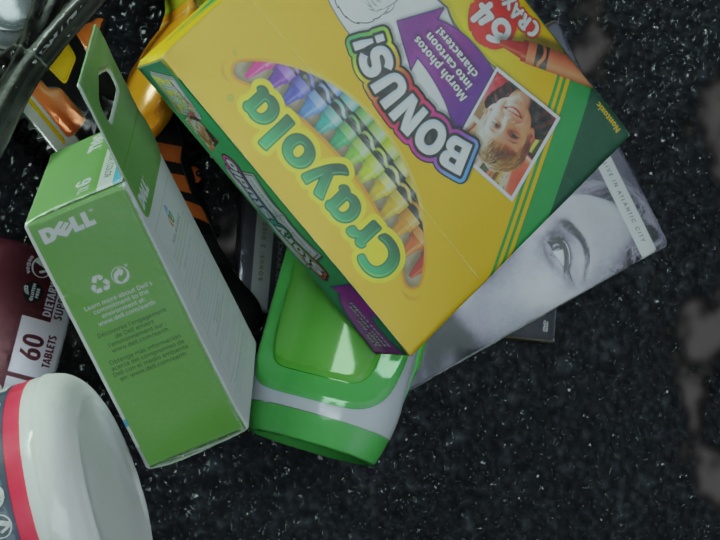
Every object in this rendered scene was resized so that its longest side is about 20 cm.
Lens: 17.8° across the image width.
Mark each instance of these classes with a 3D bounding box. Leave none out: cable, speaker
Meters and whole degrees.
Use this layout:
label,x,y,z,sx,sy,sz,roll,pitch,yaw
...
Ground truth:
label,x,y,z,sx,sy,sz,roll,pitch,yaw
cable,-0.192,-0.107,1.213,0.050,0.097,0.200,42,84,-33
speaker,0.000,0.000,1.255,0.088,0.088,0.201,18,81,-15

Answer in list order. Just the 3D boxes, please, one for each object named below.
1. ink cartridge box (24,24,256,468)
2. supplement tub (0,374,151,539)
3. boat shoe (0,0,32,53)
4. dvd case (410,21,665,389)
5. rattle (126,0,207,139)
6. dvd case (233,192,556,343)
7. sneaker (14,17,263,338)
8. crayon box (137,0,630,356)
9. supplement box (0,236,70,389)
label,x,y,z,sx,sy,sz,roll,pitch,yaw
ink cartridge box,-0.121,-0.012,1.175,0.059,0.104,0.201,-21,111,9
supplement tub,-0.215,0.143,1.158,0.199,0.140,0.141,-17,90,7
boat shoe,-0.190,-0.220,1.269,0.069,0.071,0.203,5,84,-17
dvd case,0.065,-0.036,1.337,0.199,0.016,0.149,-28,94,-18
rattle,-0.035,-0.130,1.281,0.199,0.130,0.144,13,66,-51
dvd case,0.026,-0.041,1.350,0.198,0.016,0.150,6,84,-16
sneaker,-0.109,-0.052,1.279,0.090,0.070,0.200,-44,95,-14
crayon box,0.014,-0.087,1.187,0.173,0.058,0.200,-45,104,-17
supplement box,-0.259,0.021,1.233,0.199,0.061,0.110,15,81,-15
